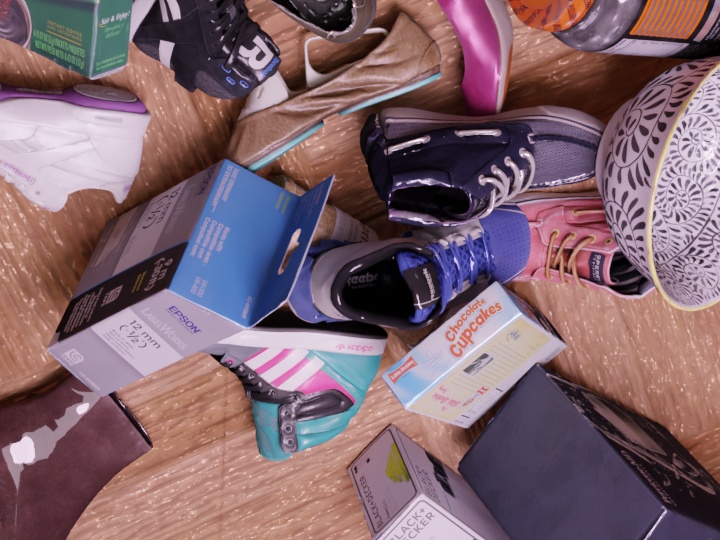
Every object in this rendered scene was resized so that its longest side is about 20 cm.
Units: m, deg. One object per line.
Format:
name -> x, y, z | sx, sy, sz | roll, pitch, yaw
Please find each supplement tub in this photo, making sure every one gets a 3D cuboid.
supplement tub -> 0.213, -0.219, 1.155 | 0.199, 0.123, 0.123 | 0, 116, -31

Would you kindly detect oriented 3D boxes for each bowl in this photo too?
bowl -> 0.241, -0.080, 1.192 | 0.200, 0.094, 0.202 | -24, 125, -39

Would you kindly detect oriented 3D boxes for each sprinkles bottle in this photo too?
sprinkles bottle -> 0.000, 0.000, 1.264 | 0.199, 0.068, 0.068 | 31, 105, -23

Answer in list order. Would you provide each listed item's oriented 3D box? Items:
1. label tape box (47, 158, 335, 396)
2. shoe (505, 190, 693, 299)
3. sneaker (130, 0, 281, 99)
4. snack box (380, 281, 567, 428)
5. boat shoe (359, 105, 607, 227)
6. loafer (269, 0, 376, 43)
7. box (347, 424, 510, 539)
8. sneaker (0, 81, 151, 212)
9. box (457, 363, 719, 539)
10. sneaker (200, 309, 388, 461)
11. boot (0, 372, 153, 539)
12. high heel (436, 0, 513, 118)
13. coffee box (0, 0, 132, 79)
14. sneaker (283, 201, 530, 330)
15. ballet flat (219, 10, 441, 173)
label tape box -> -0.124, -0.006, 1.146 | 0.199, 0.144, 0.066 | -27, 121, 36
shoe -> 0.172, -0.019, 1.281 | 0.198, 0.091, 0.072 | -9, 116, -9
sneaker -> -0.092, -0.184, 1.090 | 0.112, 0.200, 0.073 | 38, 68, -10
snack box -> 0.097, 0.072, 1.266 | 0.116, 0.037, 0.200 | -40, 162, 7
boat shoe -> 0.101, -0.071, 1.185 | 0.198, 0.093, 0.075 | -1, 131, -6
loafer -> -0.065, -0.239, 1.126 | 0.200, 0.070, 0.075 | 38, 102, -14
box -> 0.087, 0.233, 1.367 | 0.200, 0.117, 0.060 | 39, 102, -24
sneaker -> -0.257, -0.091, 1.158 | 0.198, 0.075, 0.100 | 5, 112, -15
box -> 0.220, 0.206, 1.312 | 0.196, 0.200, 0.124 | 24, 107, -39
sneaker -> -0.083, 0.093, 1.285 | 0.198, 0.084, 0.122 | 8, 103, -17
boot -> -0.241, 0.189, 1.295 | 0.166, 0.072, 0.201 | -29, 114, 4
high heel -> 0.068, -0.193, 1.201 | 0.095, 0.068, 0.201 | 5, 126, 10
coffee box -> -0.208, -0.246, 1.067 | 0.122, 0.044, 0.201 | 26, 122, 25
sneaker -> 0.051, 0.006, 1.186 | 0.198, 0.115, 0.081 | -13, 102, -21
ballet flat -> -0.035, -0.139, 1.199 | 0.199, 0.068, 0.073 | -27, 98, 1
